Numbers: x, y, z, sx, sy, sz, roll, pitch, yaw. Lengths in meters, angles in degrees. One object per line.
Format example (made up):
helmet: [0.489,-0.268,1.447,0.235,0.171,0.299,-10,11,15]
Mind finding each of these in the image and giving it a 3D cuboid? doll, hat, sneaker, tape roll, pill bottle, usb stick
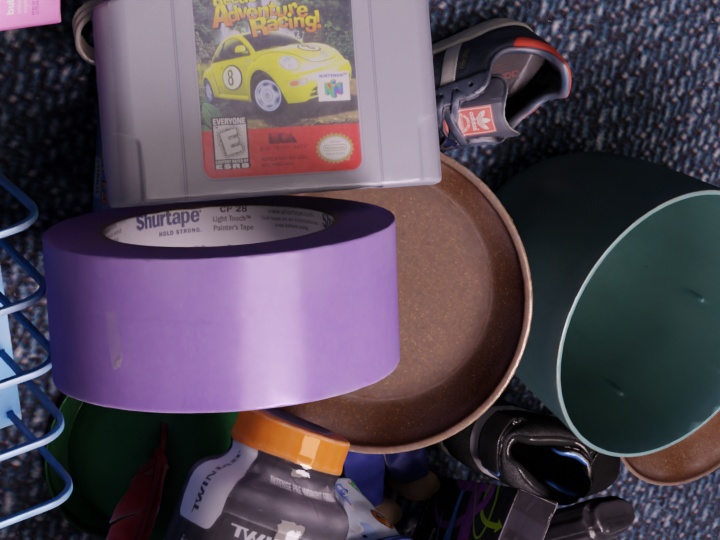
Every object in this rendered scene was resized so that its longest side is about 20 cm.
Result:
doll: [0.014,0.086,1.397,0.136,0.048,0.201,-34,131,-29]
hat: [-0.101,0.149,1.259,0.200,0.176,0.166,-51,130,-1]
sneaker: [0.153,0.152,1.485,0.199,0.112,0.073,20,94,-40]
tape roll: [-0.077,0.014,1.103,0.199,0.200,0.085,-10,104,-31]
sneaker: [0.054,-0.105,1.301,0.200,0.084,0.075,-32,128,-18]
pill bottle: [-0.072,0.184,1.181,0.106,0.106,0.201,20,90,-41]
usb stick: [0.120,0.202,1.458,0.055,0.200,0.033,-3,75,-41]

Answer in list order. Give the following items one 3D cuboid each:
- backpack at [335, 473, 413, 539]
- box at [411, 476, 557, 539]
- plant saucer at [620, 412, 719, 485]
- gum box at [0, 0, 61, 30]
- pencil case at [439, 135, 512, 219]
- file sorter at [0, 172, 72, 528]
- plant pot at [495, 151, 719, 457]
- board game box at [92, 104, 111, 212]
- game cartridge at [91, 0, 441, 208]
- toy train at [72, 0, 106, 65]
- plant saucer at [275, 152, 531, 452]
backpack: [-0.046,0.238,1.316,0.200,0.154,0.191,-23,139,-51]
box: [0.068,0.220,1.380,0.036,0.200,0.144,23,81,-10]
plant saucer: [0.270,0.077,1.583,0.200,0.037,0.201,-16,121,-30]
gum box: [-0.225,-0.220,1.050,0.113,0.066,0.201,-13,121,-31]
pencil case: [0.000,0.000,1.281,0.200,0.078,0.089,-37,127,14]
file sorter: [-0.254,0.048,1.135,0.138,0.123,0.201,-19,123,-27]
plant pot: [0.171,0.007,1.393,0.200,0.161,0.202,-17,123,-29]
board game box: [-0.095,-0.110,1.208,0.135,0.034,0.201,-5,109,-34]
game cartridge: [-0.052,-0.109,1.123,0.199,0.041,0.134,-6,88,-18]
toy train: [-0.070,-0.142,1.164,0.199,0.056,0.151,-29,99,-15]
plant saucer: [0.008,0.013,1.215,0.199,0.037,0.202,2,102,9]
